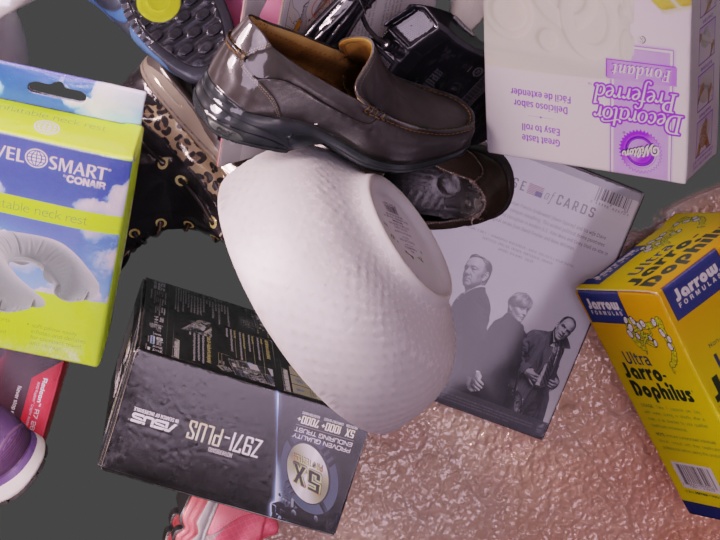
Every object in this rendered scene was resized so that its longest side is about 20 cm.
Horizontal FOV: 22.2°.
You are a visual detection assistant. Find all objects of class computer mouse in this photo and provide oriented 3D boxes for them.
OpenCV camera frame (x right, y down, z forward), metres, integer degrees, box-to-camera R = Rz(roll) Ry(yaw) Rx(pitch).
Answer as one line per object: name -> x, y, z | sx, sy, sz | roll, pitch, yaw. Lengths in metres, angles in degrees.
computer mouse -> 0.052, -0.167, 1.228 | 0.199, 0.046, 0.141 | 19, 119, -43

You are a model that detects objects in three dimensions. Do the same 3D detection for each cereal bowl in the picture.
cereal bowl -> 0.000, 0.000, 1.180 | 0.083, 0.200, 0.201 | -32, 104, 19

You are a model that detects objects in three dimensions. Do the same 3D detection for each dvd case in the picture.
dvd case -> 0.104, 0.009, 1.357 | 0.149, 0.025, 0.202 | 20, 99, -9

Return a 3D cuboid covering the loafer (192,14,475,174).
loafer -> -0.004, -0.112, 1.160 | 0.198, 0.073, 0.073 | 4, 129, -34

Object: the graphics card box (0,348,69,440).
graphics card box -> -0.304, 0.039, 1.310 | 0.198, 0.051, 0.127 | 17, 100, -8

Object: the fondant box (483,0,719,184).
fondant box -> 0.153, -0.166, 1.171 | 0.143, 0.058, 0.202 | 11, 120, 28

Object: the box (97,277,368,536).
box -> -0.088, 0.089, 1.264 | 0.162, 0.200, 0.087 | 17, 101, -9

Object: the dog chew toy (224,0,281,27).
dog chew toy -> -0.074, -0.244, 1.241 | 0.123, 0.125, 0.202 | -7, 115, -4

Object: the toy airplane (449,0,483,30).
toy airplane -> 0.157, -0.211, 1.274 | 0.200, 0.141, 0.200 | -35, 93, 39

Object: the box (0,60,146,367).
box -> -0.213, -0.035, 1.213 | 0.121, 0.048, 0.201 | 11, 126, -5

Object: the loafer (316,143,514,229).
loafer -> 0.008, -0.065, 1.295 | 0.198, 0.071, 0.074 | 0, 102, 9

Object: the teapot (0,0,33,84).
teapot -> -0.312, -0.133, 1.224 | 0.195, 0.146, 0.202 | 14, 99, -9

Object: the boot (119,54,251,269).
boot -> -0.131, -0.036, 1.276 | 0.150, 0.073, 0.201 | -34, 96, 21

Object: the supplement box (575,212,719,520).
supplement box -> 0.262, 0.070, 1.327 | 0.108, 0.109, 0.201 | -35, 104, -21

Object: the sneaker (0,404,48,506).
sneaker -> -0.322, 0.139, 1.293 | 0.199, 0.076, 0.088 | -28, 123, 19

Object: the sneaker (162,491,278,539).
sneaker -> -0.117, 0.253, 1.362 | 0.086, 0.074, 0.202 | 18, 99, -10

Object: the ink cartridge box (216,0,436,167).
ink cartridge box -> -0.023, -0.178, 1.218 | 0.175, 0.045, 0.202 | -15, 130, -39

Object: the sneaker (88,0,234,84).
sneaker -> -0.153, -0.196, 1.238 | 0.066, 0.079, 0.200 | -42, 80, -13
